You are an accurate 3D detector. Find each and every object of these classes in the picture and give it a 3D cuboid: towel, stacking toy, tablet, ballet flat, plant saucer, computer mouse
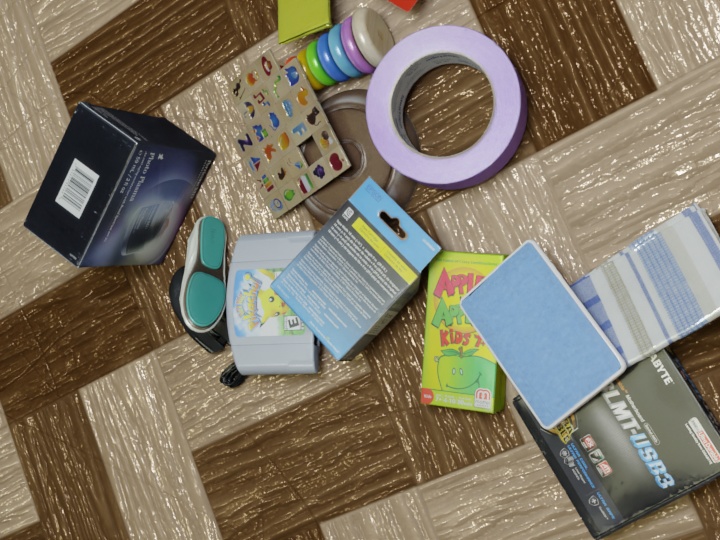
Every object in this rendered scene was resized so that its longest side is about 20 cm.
[{"bbox_3d":[-0.078,-0.407,1.409,0.086,0.018,0.201,-15,65,29],"label":"towel"},{"bbox_3d":[-0.054,-0.280,1.402,0.199,0.085,0.086,-21,82,30],"label":"stacking toy"},{"bbox_3d":[0.216,0.076,1.238,0.130,0.014,0.200,-44,64,22],"label":"tablet"},{"bbox_3d":[0.344,0.026,1.207,0.200,0.024,0.147,-35,48,22],"label":"towel"},{"bbox_3d":[-0.228,0.014,1.465,0.069,0.069,0.201,-20,50,25],"label":"ballet flat"},{"bbox_3d":[-0.014,-0.151,1.408,0.199,0.032,0.201,0,91,27],"label":"plant saucer"},{"bbox_3d":[-0.204,0.060,1.495,0.140,0.046,0.200,-39,75,21],"label":"computer mouse"}]

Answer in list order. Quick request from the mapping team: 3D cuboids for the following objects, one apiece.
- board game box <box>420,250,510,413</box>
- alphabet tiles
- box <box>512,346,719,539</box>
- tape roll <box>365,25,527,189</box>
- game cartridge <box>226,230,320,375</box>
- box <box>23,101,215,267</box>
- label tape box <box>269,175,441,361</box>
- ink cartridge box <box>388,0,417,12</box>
[{"bbox_3d":[0.138,0.077,1.327,0.101,0.048,0.201,5,93,26],"label":"board game box"},{"bbox_3d":[-0.112,-0.194,1.420,0.167,0.008,0.201,-31,84,40],"label":"alphabet tiles"},{"bbox_3d":[0.318,0.192,1.242,0.198,0.050,0.201,-35,77,23],"label":"box"},{"bbox_3d":[0.110,-0.206,1.310,0.199,0.066,0.201,0,89,17],"label":"tape roll"},{"bbox_3d":[-0.122,0.046,1.438,0.133,0.040,0.201,-4,81,19],"label":"game cartridge"},{"bbox_3d":[-0.340,-0.118,1.474,0.123,0.198,0.201,34,105,19],"label":"box"},{"bbox_3d":[0.000,0.000,1.352,0.200,0.063,0.144,-47,72,9],"label":"label tape box"},{"bbox_3d":[0.027,-0.455,1.347,0.200,0.057,0.163,35,85,26],"label":"ink cartridge box"}]
